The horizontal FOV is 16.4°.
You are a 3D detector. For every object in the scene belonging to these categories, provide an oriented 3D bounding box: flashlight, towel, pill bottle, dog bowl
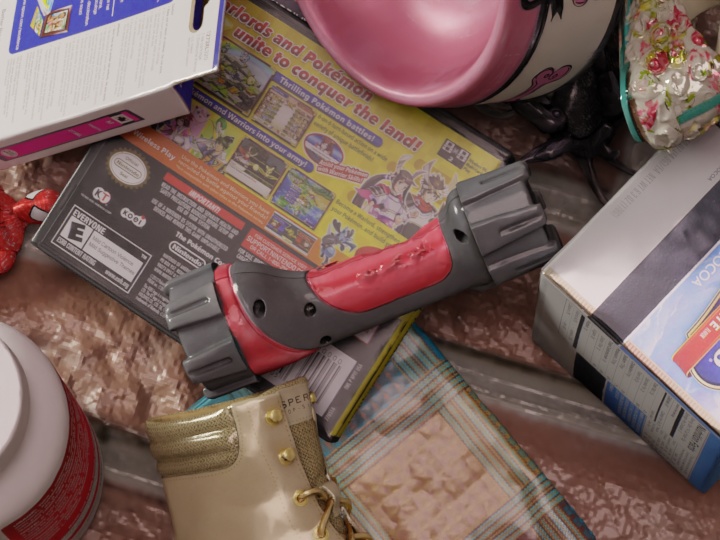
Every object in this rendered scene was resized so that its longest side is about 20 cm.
[{"bbox_3d":[0.000,0.000,1.278,0.199,0.068,0.068,-23,87,8],"label":"flashlight"},{"bbox_3d":[0.009,0.114,1.335,0.146,0.022,0.200,-40,77,-8],"label":"towel"},{"bbox_3d":[-0.196,0.087,1.257,0.111,0.200,0.113,0,74,2],"label":"pill bottle"},{"bbox_3d":[0.037,-0.172,1.261,0.074,0.200,0.200,-26,72,-39],"label":"dog bowl"}]

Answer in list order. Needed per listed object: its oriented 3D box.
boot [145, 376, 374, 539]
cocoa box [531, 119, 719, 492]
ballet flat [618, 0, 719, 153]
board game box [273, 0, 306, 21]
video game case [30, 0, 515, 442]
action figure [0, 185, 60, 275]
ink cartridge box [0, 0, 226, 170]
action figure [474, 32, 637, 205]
[{"bbox_3d":[-0.011,0.130,1.271,0.199,0.073,0.157,-9,90,21],"label":"boot"},{"bbox_3d":[0.204,-0.007,1.302,0.131,0.133,0.200,43,80,13],"label":"cocoa box"},{"bbox_3d":[0.163,-0.139,1.280,0.064,0.076,0.201,-17,46,17],"label":"ballet flat"},{"bbox_3d":[-0.051,-0.195,1.405,0.199,0.057,0.166,30,77,10],"label":"board game box"},{"bbox_3d":[-0.047,-0.037,1.336,0.199,0.025,0.181,33,91,10],"label":"video game case"},{"bbox_3d":[-0.259,-0.013,1.368,0.199,0.052,0.066,-14,71,-4],"label":"action figure"},{"bbox_3d":[-0.136,-0.120,1.337,0.199,0.037,0.095,-14,61,39],"label":"ink cartridge box"},{"bbox_3d":[0.098,-0.134,1.361,0.118,0.102,0.201,-28,110,-26],"label":"action figure"}]
